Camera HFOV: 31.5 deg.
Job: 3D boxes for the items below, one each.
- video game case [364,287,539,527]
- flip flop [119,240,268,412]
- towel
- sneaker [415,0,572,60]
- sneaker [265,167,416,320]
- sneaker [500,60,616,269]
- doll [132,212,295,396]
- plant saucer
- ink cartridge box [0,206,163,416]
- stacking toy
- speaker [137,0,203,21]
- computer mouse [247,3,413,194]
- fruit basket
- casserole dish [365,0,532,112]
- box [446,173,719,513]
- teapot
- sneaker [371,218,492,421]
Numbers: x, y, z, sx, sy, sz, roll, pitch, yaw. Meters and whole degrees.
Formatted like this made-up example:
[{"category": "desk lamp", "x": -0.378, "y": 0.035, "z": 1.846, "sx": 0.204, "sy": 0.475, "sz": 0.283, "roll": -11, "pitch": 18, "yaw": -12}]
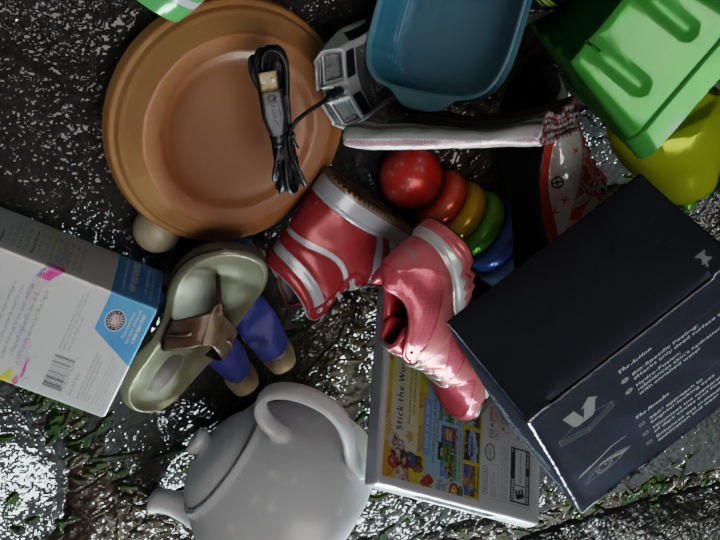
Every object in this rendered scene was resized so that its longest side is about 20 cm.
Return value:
[{"category": "video game case", "x": 0.088, "y": 0.116, "z": 1.156, "sx": 0.182, "sy": 0.201, "sz": 0.023, "roll": 20, "pitch": 151, "yaw": -29}, {"category": "flip flop", "x": -0.134, "y": 0.055, "z": 1.038, "sx": 0.081, "sy": 0.058, "sz": 0.200, "roll": 15, "pitch": 125, "yaw": -35}, {"category": "towel", "x": 0.082, "y": -0.111, "z": 0.965, "sx": 0.146, "sy": 0.200, "sz": 0.030, "roll": 0, "pitch": 99, "yaw": 18}, {"category": "sneaker", "x": 0.115, "y": -0.219, "z": 0.991, "sx": 0.071, "sy": 0.083, "sz": 0.200, "roll": 36, "pitch": 98, "yaw": -35}, {"category": "sneaker", "x": 0.000, "y": 0.000, "z": 1.093, "sx": 0.113, "sy": 0.071, "sz": 0.200, "roll": -50, "pitch": 135, "yaw": 8}, {"category": "sneaker", "x": 0.183, "y": -0.075, "z": 1.097, "sx": 0.108, "sy": 0.067, "sz": 0.202, "roll": 1, "pitch": 83, "yaw": -33}, {"category": "doll", "x": -0.134, "y": 0.025, "z": 1.092, "sx": 0.136, "sy": 0.048, "sz": 0.200, "roll": -30, "pitch": 127, "yaw": 0}, {"category": "plant saucer", "x": -0.100, "y": -0.113, "z": 0.999, "sx": 0.200, "sy": 0.037, "sz": 0.201, "roll": -11, "pitch": 117, "yaw": -23}, {"category": "ink cartridge box", "x": -0.272, "y": 0.023, "z": 1.013, "sx": 0.200, "sy": 0.068, "sz": 0.115, "roll": 23, "pitch": 114, "yaw": -15}, {"category": "stacking toy", "x": 0.099, "y": -0.044, "z": 1.116, "sx": 0.200, "sy": 0.085, "sz": 0.085, "roll": 35, "pitch": 105, "yaw": -29}, {"category": "speaker", "x": -0.096, "y": -0.274, "z": 0.891, "sx": 0.088, "sy": 0.089, "sz": 0.200, "roll": 32, "pitch": 107, "yaw": -33}, {"category": "computer mouse", "x": -0.010, "y": -0.148, "z": 0.991, "sx": 0.200, "sy": 0.044, "sz": 0.110, "roll": -35, "pitch": 120, "yaw": -37}, {"category": "fruit basket", "x": 0.241, "y": -0.152, "z": 1.015, "sx": 0.215, "sy": 0.216, "sz": 0.156, "roll": 30, "pitch": 107, "yaw": -32}, {"category": "casserole dish", "x": 0.078, "y": -0.211, "z": 0.957, "sx": 0.039, "sy": 0.121, "sz": 0.201, "roll": 22, "pitch": 83, "yaw": -60}, {"category": "box", "x": 0.201, "y": 0.064, "z": 1.029, "sx": 0.196, "sy": 0.117, "sz": 0.200, "roll": -37, "pitch": 144, "yaw": -2}, {"category": "teapot", "x": -0.088, "y": 0.186, "z": 1.141, "sx": 0.146, "sy": 0.197, "sz": 0.200, "roll": 37, "pitch": 88, "yaw": -13}, {"category": "sneaker", "x": 0.053, "y": 0.054, "z": 1.066, "sx": 0.087, "sy": 0.074, "sz": 0.201, "roll": -32, "pitch": 127, "yaw": -24}]
